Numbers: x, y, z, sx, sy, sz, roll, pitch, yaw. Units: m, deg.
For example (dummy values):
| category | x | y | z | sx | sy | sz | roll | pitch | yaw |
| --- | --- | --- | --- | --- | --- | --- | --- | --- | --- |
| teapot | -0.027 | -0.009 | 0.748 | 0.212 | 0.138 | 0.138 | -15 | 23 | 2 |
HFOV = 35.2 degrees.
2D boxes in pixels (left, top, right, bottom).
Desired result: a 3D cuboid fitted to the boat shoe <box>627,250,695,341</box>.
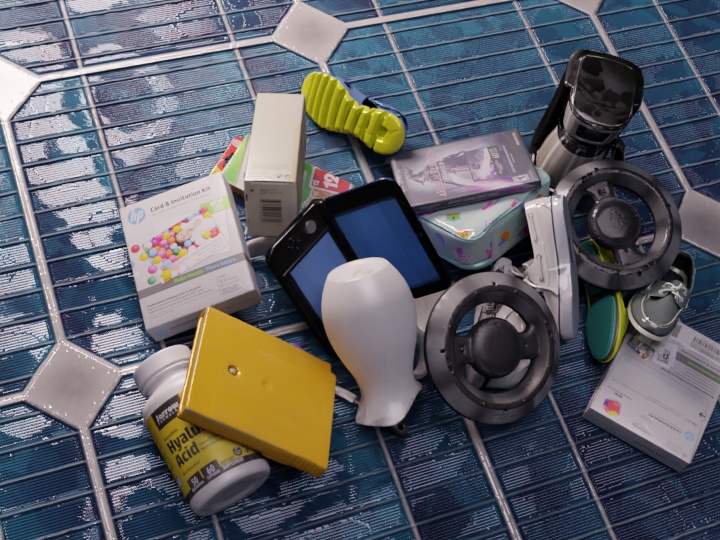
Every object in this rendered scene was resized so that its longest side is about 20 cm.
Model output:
| category | x | y | z | sx | sy | sz | roll | pitch | yaw |
| --- | --- | --- | --- | --- | --- | --- | --- | --- | --- |
| boat shoe | 0.439 | 0.032 | 1.634 | 0.073 | 0.062 | 0.200 | 32 | 35 | 10 |

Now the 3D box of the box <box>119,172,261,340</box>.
| category | x | y | z | sx | sy | sz | roll | pitch | yaw |
| --- | --- | --- | --- | --- | --- | --- | --- | --- | --- |
| box | -0.234 | -0.022 | 1.553 | 0.156 | 0.041 | 0.200 | -20 | 60 | 3 |

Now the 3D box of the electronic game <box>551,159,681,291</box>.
| category | x | y | z | sx | sy | sz | roll | pitch | yaw |
| --- | --- | --- | --- | --- | --- | --- | --- | --- | --- |
| electronic game | 0.368 | -0.066 | 1.646 | 0.199 | 0.042 | 0.200 | 2 | 72 | -5 |

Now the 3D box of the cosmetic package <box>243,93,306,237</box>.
| category | x | y | z | sx | sy | sz | roll | pitch | yaw |
| --- | --- | --- | --- | --- | --- | --- | --- | --- | --- |
| cosmetic package | -0.117 | -0.149 | 1.587 | 0.073 | 0.104 | 0.200 | 2 | 45 | 1 |

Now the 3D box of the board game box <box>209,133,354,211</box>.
| category | x | y | z | sx | sy | sz | roll | pitch | yaw |
| --- | --- | --- | --- | --- | --- | --- | --- | --- | --- |
| board game box | -0.118 | -0.130 | 1.684 | 0.200 | 0.030 | 0.096 | 25 | 60 | 6 |

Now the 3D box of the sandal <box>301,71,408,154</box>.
| category | x | y | z | sx | sy | sz | roll | pitch | yaw |
| --- | --- | --- | --- | --- | --- | --- | --- | --- | --- |
| sandal | -0.004 | -0.242 | 1.748 | 0.200 | 0.080 | 0.087 | 36 | 24 | 18 |

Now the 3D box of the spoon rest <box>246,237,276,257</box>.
| category | x | y | z | sx | sy | sz | roll | pitch | yaw |
| --- | --- | --- | --- | --- | --- | --- | --- | --- | --- |
| spoon rest | -0.101 | -0.025 | 1.598 | 0.200 | 0.099 | 0.061 | -13 | 45 | -3 |

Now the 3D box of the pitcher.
| category | x | y | z | sx | sy | sz | roll | pitch | yaw |
| --- | --- | --- | --- | --- | --- | --- | --- | --- | --- |
| pitcher | 0.032 | 0.080 | 1.502 | 0.121 | 0.200 | 0.172 | -3 | 22 | 32 |

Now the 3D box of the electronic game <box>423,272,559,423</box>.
| category | x | y | z | sx | sy | sz | roll | pitch | yaw |
| --- | --- | --- | --- | --- | --- | --- | --- | --- | --- |
| electronic game | 0.176 | 0.102 | 1.503 | 0.200 | 0.042 | 0.201 | 3 | 83 | -22 |

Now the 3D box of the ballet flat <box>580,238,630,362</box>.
| category | x | y | z | sx | sy | sz | roll | pitch | yaw |
| --- | --- | --- | --- | --- | --- | --- | --- | --- | --- |
| ballet flat | 0.364 | 0.044 | 1.659 | 0.067 | 0.067 | 0.200 | 15 | 55 | -30 |

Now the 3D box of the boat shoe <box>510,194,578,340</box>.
| category | x | y | z | sx | sy | sz | roll | pitch | yaw |
| --- | --- | --- | --- | --- | --- | --- | --- | --- | --- |
| boat shoe | 0.255 | -0.001 | 1.590 | 0.086 | 0.075 | 0.202 | -6 | 95 | 20 |

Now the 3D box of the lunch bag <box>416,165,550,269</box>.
| category | x | y | z | sx | sy | sz | roll | pitch | yaw |
| --- | --- | --- | --- | --- | --- | --- | --- | --- | --- |
| lunch bag | 0.173 | -0.095 | 1.667 | 0.160 | 0.077 | 0.200 | 27 | 53 | 38 |

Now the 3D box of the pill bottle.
| category | x | y | z | sx | sy | sz | roll | pitch | yaw |
| --- | --- | --- | --- | --- | --- | --- | --- | --- | --- |
| pill bottle | -0.207 | 0.198 | 1.436 | 0.111 | 0.111 | 0.200 | -25 | 68 | -22 |

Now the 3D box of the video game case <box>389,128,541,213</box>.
| category | x | y | z | sx | sy | sz | roll | pitch | yaw |
| --- | --- | --- | --- | --- | --- | --- | --- | --- | --- |
| video game case | 0.150 | -0.145 | 1.658 | 0.200 | 0.019 | 0.143 | -11 | 39 | 0 |

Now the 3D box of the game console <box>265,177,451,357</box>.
| category | x | y | z | sx | sy | sz | roll | pitch | yaw |
| --- | --- | --- | --- | --- | --- | --- | --- | --- | --- |
| game console | 0.000 | 0.000 | 1.522 | 0.171 | 0.118 | 0.200 | -49 | 124 | -27 |

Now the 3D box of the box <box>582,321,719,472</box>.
| category | x | y | z | sx | sy | sz | roll | pitch | yaw |
| --- | --- | --- | --- | --- | --- | --- | --- | --- | --- |
| box | 0.427 | 0.162 | 1.613 | 0.156 | 0.041 | 0.200 | 29 | 59 | 7 |

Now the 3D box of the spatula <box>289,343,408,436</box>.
| category | x | y | z | sx | sy | sz | roll | pitch | yaw |
| --- | --- | --- | --- | --- | --- | --- | --- | --- | --- |
| spatula | -0.023 | 0.169 | 1.538 | 0.200 | 0.021 | 0.057 | 30 | 59 | 6 |

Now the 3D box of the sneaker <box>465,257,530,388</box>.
| category | x | y | z | sx | sy | sz | roll | pitch | yaw |
| --- | --- | --- | --- | --- | --- | --- | --- | --- | --- |
| sneaker | 0.220 | 0.083 | 1.602 | 0.115 | 0.075 | 0.200 | 15 | 64 | -4 |

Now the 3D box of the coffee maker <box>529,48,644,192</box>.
| category | x | y | z | sx | sy | sz | roll | pitch | yaw |
| --- | --- | --- | --- | --- | --- | --- | --- | --- | --- |
| coffee maker | 0.335 | -0.241 | 1.727 | 0.134 | 0.200 | 0.192 | -4 | 62 | -14 |

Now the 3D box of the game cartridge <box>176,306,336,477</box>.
| category | x | y | z | sx | sy | sz | roll | pitch | yaw |
| --- | --- | --- | --- | --- | --- | --- | --- | --- | --- |
| game cartridge | -0.125 | 0.153 | 1.438 | 0.200 | 0.032 | 0.177 | 28 | 39 | -20 |
